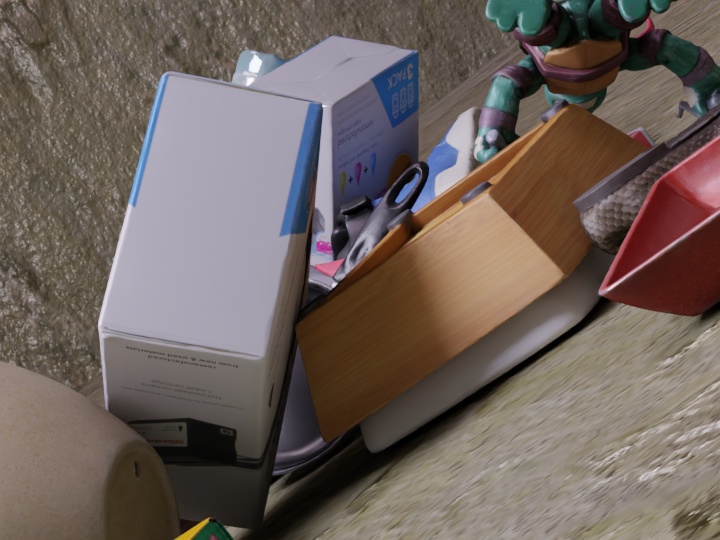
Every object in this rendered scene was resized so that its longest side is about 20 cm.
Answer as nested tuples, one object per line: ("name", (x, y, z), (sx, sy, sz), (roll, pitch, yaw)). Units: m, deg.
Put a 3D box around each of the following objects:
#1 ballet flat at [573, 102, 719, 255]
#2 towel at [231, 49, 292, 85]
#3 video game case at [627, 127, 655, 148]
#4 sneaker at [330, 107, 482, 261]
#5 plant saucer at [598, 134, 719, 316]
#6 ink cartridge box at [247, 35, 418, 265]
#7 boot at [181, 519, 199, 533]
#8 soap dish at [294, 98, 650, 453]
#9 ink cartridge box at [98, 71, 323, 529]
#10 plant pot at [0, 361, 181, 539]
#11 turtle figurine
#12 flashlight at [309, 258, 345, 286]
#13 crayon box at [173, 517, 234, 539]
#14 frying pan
("ballet flat", (0.193, -0.067, 1.316), (0.199, 0.047, 0.067), (-33, -1, -10))
("towel", (-0.042, -0.040, 1.790), (0.048, 0.172, 0.200), (9, -6, 27))
("video game case", (0.082, -0.011, 1.706), (0.200, 0.017, 0.143), (-40, 5, -24))
("sneaker", (0.036, -0.034, 1.672), (0.111, 0.077, 0.200), (-26, 14, 14))
("plant saucer", (0.201, -0.057, 1.155), (0.200, 0.037, 0.200), (-37, 5, 20))
("ink cartridge box", (-0.016, -0.032, 1.721), (0.067, 0.201, 0.115), (13, 27, 27))
("boot", (-0.119, 0.133, 1.591), (0.200, 0.064, 0.186), (-44, 4, -16))
("soap dish", (0.060, -0.002, 1.389), (0.157, 0.081, 0.200), (-35, 4, 26))
("ink cartridge box", (-0.073, 0.020, 1.360), (0.200, 0.083, 0.146), (96, -176, -61))
("plant pot", (-0.161, 0.130, 1.282), (0.134, 0.202, 0.200), (-7, 15, 18))
("turtle figurine", (0.121, -0.110, 1.490), (0.149, 0.101, 0.200), (-24, -23, -4))
("flashlight", (0.000, 0.000, 1.555), (0.199, 0.068, 0.068), (-16, 13, 18))
("crayon box", (-0.119, 0.185, 1.051), (0.119, 0.058, 0.200), (-35, 5, 32))
("frying pan", (-0.034, 0.025, 1.515), (0.031, 0.114, 0.191), (48, -125, -60))
